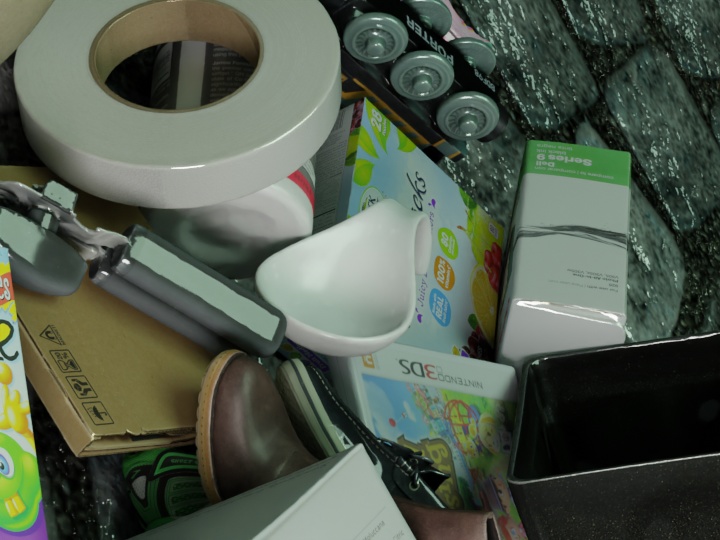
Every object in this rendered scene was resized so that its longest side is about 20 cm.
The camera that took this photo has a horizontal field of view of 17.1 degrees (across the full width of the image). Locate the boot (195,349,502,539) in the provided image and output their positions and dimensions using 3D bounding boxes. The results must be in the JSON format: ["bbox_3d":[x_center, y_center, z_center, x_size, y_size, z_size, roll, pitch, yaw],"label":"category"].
[{"bbox_3d":[0.002,0.134,1.335,0.072,0.166,0.200,-34,114,-55],"label":"boot"}]

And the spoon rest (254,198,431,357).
[{"bbox_3d":[0.000,0.000,1.497,0.099,0.061,0.200,22,24,11],"label":"spoon rest"}]

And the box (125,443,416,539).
[{"bbox_3d":[-0.083,0.212,1.250,0.131,0.199,0.200,61,35,-6],"label":"box"}]

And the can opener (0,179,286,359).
[{"bbox_3d":[-0.136,0.006,1.370,0.200,0.053,0.067,28,65,-25],"label":"can opener"}]

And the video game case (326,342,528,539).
[{"bbox_3d":[0.062,0.144,1.517,0.182,0.022,0.200,13,56,-49],"label":"video game case"}]

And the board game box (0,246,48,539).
[{"bbox_3d":[-0.236,0.088,1.211,0.105,0.103,0.200,16,56,-50],"label":"board game box"}]

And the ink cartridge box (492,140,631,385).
[{"bbox_3d":[0.143,0.022,1.722,0.084,0.146,0.200,9,37,1],"label":"ink cartridge box"}]

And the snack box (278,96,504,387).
[{"bbox_3d":[0.021,0.008,1.663,0.169,0.068,0.200,42,38,-32],"label":"snack box"}]

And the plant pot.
[{"bbox_3d":[0.214,0.159,1.541,0.200,0.200,0.178,-72,151,-68],"label":"plant pot"}]

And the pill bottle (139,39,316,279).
[{"bbox_3d":[-0.082,-0.103,1.553,0.111,0.111,0.200,35,43,-37],"label":"pill bottle"}]

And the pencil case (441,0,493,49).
[{"bbox_3d":[0.014,-0.209,1.787,0.200,0.087,0.087,50,35,-23],"label":"pencil case"}]

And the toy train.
[{"bbox_3d":[0.017,-0.144,1.719,0.200,0.114,0.085,37,37,-37],"label":"toy train"}]

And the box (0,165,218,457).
[{"bbox_3d":[-0.153,0.019,1.391,0.163,0.021,0.200,-1,50,-54],"label":"box"}]

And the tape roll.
[{"bbox_3d":[-0.112,-0.120,1.464,0.037,0.202,0.203,88,8,-47],"label":"tape roll"}]

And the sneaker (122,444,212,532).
[{"bbox_3d":[-0.067,0.113,1.457,0.200,0.078,0.085,-22,86,-57],"label":"sneaker"}]

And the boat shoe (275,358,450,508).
[{"bbox_3d":[0.019,0.131,1.406,0.062,0.075,0.200,-34,80,-18],"label":"boat shoe"}]

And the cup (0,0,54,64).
[{"bbox_3d":[-0.234,-0.222,1.393,0.200,0.143,0.201,34,43,-38],"label":"cup"}]
